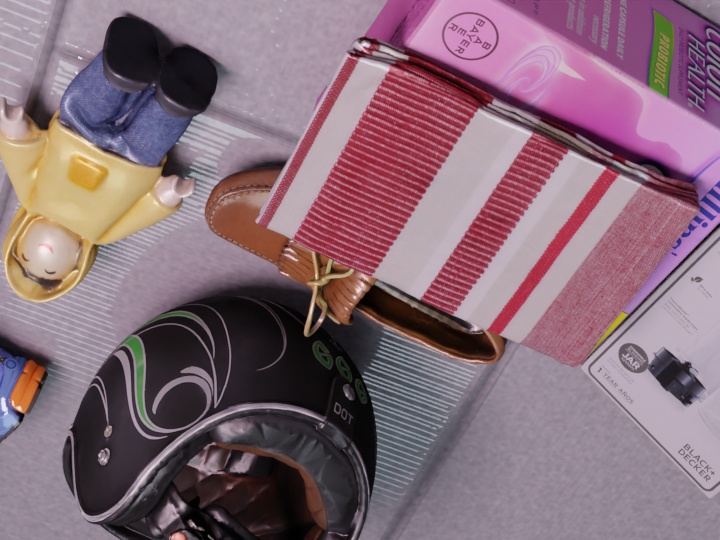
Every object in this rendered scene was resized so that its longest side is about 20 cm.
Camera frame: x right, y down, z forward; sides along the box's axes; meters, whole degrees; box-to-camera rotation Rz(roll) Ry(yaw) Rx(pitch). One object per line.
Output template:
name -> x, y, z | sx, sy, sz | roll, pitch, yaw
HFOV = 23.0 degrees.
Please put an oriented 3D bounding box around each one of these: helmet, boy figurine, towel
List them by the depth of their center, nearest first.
towel -> 0.059, -0.032, 0.931 | 0.199, 0.023, 0.144 | 24, 134, -8
boy figurine -> -0.165, -0.060, 1.053 | 0.124, 0.065, 0.200 | 28, 128, -17
helmet -> -0.088, 0.112, 1.109 | 0.199, 0.191, 0.201 | -5, 112, -13

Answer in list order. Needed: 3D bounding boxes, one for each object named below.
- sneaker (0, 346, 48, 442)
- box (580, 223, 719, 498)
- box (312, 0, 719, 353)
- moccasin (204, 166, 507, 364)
sneaker -> -0.301, 0.104, 1.232 | 0.078, 0.075, 0.200 | 43, 118, -14
box -> 0.235, 0.028, 1.025 | 0.117, 0.060, 0.200 | 45, 130, 8
box -> 0.093, -0.076, 0.963 | 0.199, 0.097, 0.176 | 27, 131, -14
moccasin -> -0.001, 0.001, 1.064 | 0.201, 0.078, 0.074 | 29, 131, -15
